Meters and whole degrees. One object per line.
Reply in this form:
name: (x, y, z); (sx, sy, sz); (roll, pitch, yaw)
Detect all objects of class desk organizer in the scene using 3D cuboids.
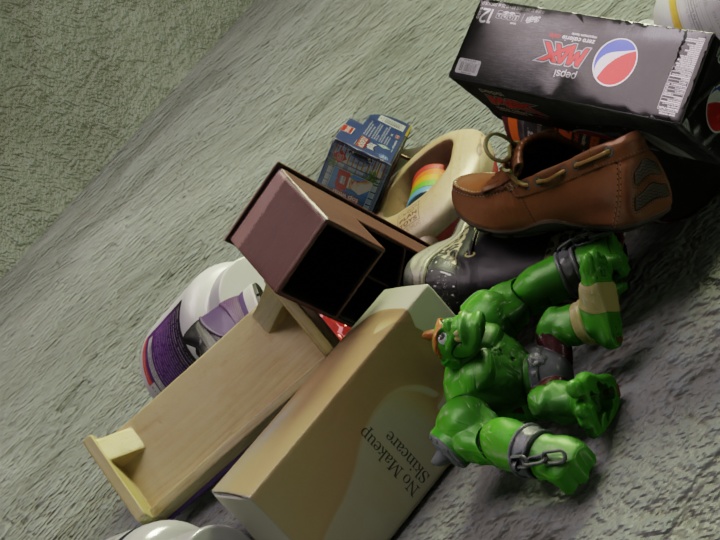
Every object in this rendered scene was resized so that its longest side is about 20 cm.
desk organizer: (0.000, 0.000, 1.176); (0.072, 0.199, 0.077); (-53, 47, 10)

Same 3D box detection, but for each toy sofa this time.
toy sofa: (-0.100, 0.106, 1.173); (0.200, 0.083, 0.098); (-41, -25, -2)

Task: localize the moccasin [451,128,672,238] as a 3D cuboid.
moccasin: (0.127, -0.065, 1.068); (0.073, 0.079, 0.201); (-22, 11, -24)

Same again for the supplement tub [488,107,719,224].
supplement tub: (0.177, -0.115, 1.156); (0.107, 0.107, 0.200); (-44, 39, -9)

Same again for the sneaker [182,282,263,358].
sneaker: (-0.089, 0.109, 1.261); (0.087, 0.076, 0.201); (-27, 47, 5)

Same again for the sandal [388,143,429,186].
sandal: (0.026, -0.124, 1.722); (0.082, 0.055, 0.200); (-43, 16, -5)

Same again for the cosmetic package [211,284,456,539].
cosmetic package: (0.003, 0.116, 1.085); (0.200, 0.105, 0.071); (-50, 17, -22)

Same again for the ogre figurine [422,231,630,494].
ogre figurine: (0.107, 0.063, 1.006); (0.119, 0.098, 0.202); (-15, 58, 31)

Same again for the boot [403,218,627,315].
boot: (0.140, -0.017, 1.181); (0.152, 0.074, 0.203); (-8, 17, 36)

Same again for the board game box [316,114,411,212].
board game box: (-0.023, -0.044, 1.504); (0.200, 0.061, 0.202); (-64, -2, -74)

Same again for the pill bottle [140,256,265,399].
pill bottle: (-0.125, 0.059, 1.435); (0.112, 0.111, 0.200); (-52, 6, -32)

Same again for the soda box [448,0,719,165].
soda box: (0.159, -0.129, 1.043); (0.199, 0.071, 0.064); (20, 83, 44)

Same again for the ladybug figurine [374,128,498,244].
ladybug figurine: (0.074, -0.056, 1.409); (0.135, 0.072, 0.201); (-35, 17, 26)

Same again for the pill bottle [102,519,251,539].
pill bottle: (-0.155, 0.242, 1.112); (0.199, 0.111, 0.111); (-26, 23, 44)

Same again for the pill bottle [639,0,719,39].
pill bottle: (0.293, -0.190, 1.175); (0.199, 0.112, 0.112); (-28, 21, 39)

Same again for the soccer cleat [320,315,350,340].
soccer cleat: (-0.009, 0.083, 1.257); (0.068, 0.086, 0.200); (-13, 36, -21)
